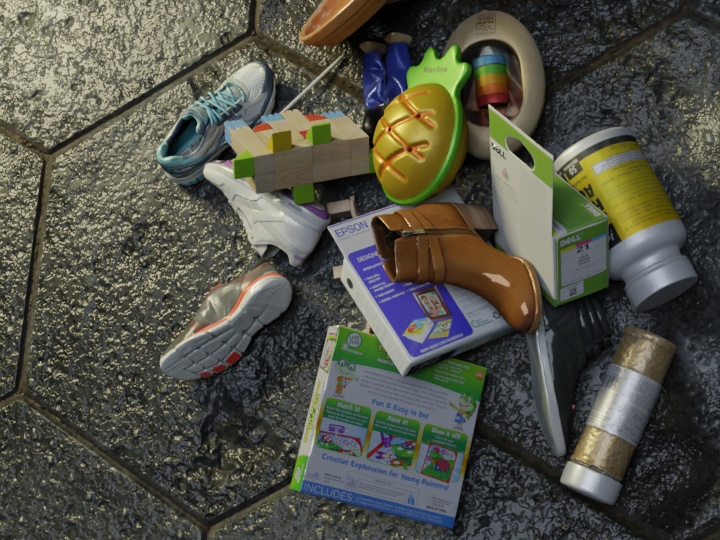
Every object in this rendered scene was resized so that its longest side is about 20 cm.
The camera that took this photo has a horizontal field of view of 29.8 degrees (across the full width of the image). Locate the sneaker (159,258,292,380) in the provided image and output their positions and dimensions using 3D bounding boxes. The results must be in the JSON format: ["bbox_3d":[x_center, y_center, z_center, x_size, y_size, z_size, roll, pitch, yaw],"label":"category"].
[{"bbox_3d":[-0.176,0.062,1.735,0.200,0.077,0.082,-37,43,4],"label":"sneaker"}]

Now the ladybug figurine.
[{"bbox_3d":[0.167,-0.229,1.695,0.135,0.072,0.201,-4,76,16],"label":"ladybug figurine"}]

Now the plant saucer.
[{"bbox_3d":[0.004,-0.355,1.728,0.037,0.200,0.200,43,91,-16],"label":"plant saucer"}]

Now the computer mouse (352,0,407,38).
[{"bbox_3d":[0.066,-0.369,1.755,0.044,0.110,0.200,44,82,-15],"label":"computer mouse"}]

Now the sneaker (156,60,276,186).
[{"bbox_3d":[-0.189,-0.197,1.780,0.078,0.086,0.200,41,90,20],"label":"sneaker"}]

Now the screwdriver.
[{"bbox_3d":[-0.095,-0.217,1.785,0.200,0.029,0.028,-44,85,0],"label":"screwdriver"}]

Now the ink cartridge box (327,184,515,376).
[{"bbox_3d":[0.082,0.009,1.620,0.198,0.043,0.200,-19,67,-31],"label":"ink cartridge box"}]

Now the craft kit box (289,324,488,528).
[{"bbox_3d":[0.035,0.184,1.590,0.200,0.049,0.198,18,82,-18],"label":"craft kit box"}]

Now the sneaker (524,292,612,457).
[{"bbox_3d":[0.252,0.115,1.589,0.099,0.071,0.201,-8,90,-9],"label":"sneaker"}]

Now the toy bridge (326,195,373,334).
[{"bbox_3d":[0.000,0.000,1.710,0.067,0.027,0.201,-10,74,13],"label":"toy bridge"}]

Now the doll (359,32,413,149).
[{"bbox_3d":[0.043,-0.201,1.731,0.136,0.048,0.201,-12,75,35],"label":"doll"}]

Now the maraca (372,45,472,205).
[{"bbox_3d":[0.077,-0.175,1.634,0.137,0.107,0.200,8,81,50],"label":"maraca"}]

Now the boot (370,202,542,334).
[{"bbox_3d":[0.110,-0.002,1.558,0.155,0.077,0.200,-5,56,-31],"label":"boot"}]

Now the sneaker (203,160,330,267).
[{"bbox_3d":[-0.136,-0.076,1.742,0.200,0.075,0.100,31,104,28],"label":"sneaker"}]

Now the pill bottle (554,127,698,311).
[{"bbox_3d":[0.314,-0.058,1.591,0.111,0.111,0.200,-28,71,7],"label":"pill bottle"}]

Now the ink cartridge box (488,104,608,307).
[{"bbox_3d":[0.215,-0.083,1.550,0.076,0.200,0.148,-19,37,-16],"label":"ink cartridge box"}]

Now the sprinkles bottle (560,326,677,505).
[{"bbox_3d":[0.299,0.167,1.563,0.068,0.068,0.200,22,83,19],"label":"sprinkles bottle"}]

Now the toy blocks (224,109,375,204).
[{"bbox_3d":[-0.083,-0.158,1.715,0.200,0.100,0.137,-12,29,-18],"label":"toy blocks"}]
